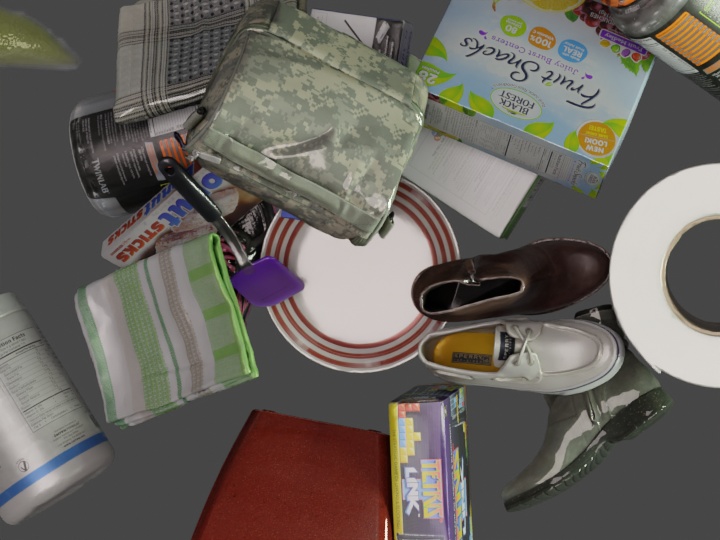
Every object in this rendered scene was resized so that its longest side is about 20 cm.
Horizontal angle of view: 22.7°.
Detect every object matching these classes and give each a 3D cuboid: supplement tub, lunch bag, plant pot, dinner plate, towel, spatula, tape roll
[{"bbox_3d":[-0.173,-0.132,1.755,0.199,0.122,0.123,-14,89,10],"label":"supplement tub"},{"bbox_3d":[-0.052,-0.121,1.569,0.199,0.168,0.140,28,123,-12],"label":"lunch bag"},{"bbox_3d":[0.310,-0.239,1.621,0.199,0.123,0.123,30,98,-26],"label":"supplement tub"},{"bbox_3d":[-0.045,0.233,1.716,0.198,0.200,0.178,10,84,10],"label":"plant pot"},{"bbox_3d":[0.000,0.000,1.768,0.198,0.024,0.202,0,93,1],"label":"dinner plate"},{"bbox_3d":[-0.348,0.139,1.794,0.132,0.132,0.201,-34,85,10],"label":"supplement tub"},{"bbox_3d":[-0.144,-0.230,1.727,0.191,0.201,0.035,-15,130,11],"label":"towel"},{"bbox_3d":[-0.193,0.060,1.732,0.199,0.031,0.150,-22,85,39],"label":"towel"},{"bbox_3d":[-0.129,-0.035,1.705,0.056,0.021,0.200,-29,118,18],"label":"spatula"},{"bbox_3d":[0.332,0.002,1.658,0.201,0.139,0.204,1,93,11],"label":"tape roll"}]

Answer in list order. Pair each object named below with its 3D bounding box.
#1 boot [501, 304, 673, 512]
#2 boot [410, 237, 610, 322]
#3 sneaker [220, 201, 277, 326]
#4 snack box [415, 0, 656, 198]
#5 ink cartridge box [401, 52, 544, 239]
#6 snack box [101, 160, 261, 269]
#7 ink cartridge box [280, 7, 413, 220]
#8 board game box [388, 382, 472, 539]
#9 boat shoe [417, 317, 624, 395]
[{"bbox_3d":[0.193,0.132,1.737,0.200,0.068,0.131,-39,73,10],"label":"boot"},{"bbox_3d":[0.147,0.015,1.671,0.198,0.166,0.073,-9,93,0],"label":"boot"},{"bbox_3d":[-0.136,0.012,1.768,0.078,0.095,0.201,17,94,12],"label":"sneaker"},{"bbox_3d":[0.163,-0.183,1.679,0.199,0.068,0.169,23,64,8],"label":"snack box"},{"bbox_3d":[0.084,-0.127,1.738,0.199,0.059,0.104,34,98,10],"label":"ink cartridge box"},{"bbox_3d":[-0.163,-0.057,1.729,0.072,0.024,0.200,31,128,-30],"label":"snack box"},{"bbox_3d":[-0.013,-0.142,1.706,0.093,0.044,0.202,10,93,14],"label":"ink cartridge box"},{"bbox_3d":[0.069,0.214,1.700,0.056,0.165,0.202,-2,92,9],"label":"board game box"},{"bbox_3d":[0.148,0.077,1.699,0.199,0.070,0.071,1,79,26],"label":"boat shoe"}]
